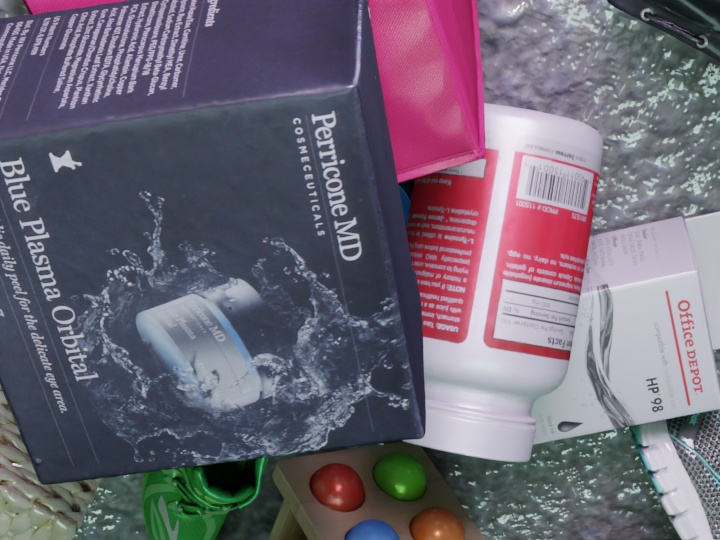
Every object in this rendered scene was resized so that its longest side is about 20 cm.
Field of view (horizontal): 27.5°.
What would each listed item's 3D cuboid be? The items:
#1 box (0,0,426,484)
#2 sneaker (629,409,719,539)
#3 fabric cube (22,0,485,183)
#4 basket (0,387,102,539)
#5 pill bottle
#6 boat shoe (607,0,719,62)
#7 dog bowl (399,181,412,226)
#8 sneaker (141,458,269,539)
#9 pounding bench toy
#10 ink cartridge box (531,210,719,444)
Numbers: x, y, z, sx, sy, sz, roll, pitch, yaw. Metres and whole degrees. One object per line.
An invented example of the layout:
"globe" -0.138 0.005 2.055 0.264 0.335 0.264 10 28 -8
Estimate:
"box" -0.079 -0.018 0.696 0.197 0.118 0.199 -8 125 6
"sneaker" 0.268 0.178 1.036 0.090 0.078 0.202 -26 94 6
"fabric cube" -0.055 -0.164 0.783 0.197 0.197 0.201 -15 124 12
"basket" -0.269 0.106 0.970 0.197 0.162 0.200 32 132 -16
"pill bottle" 0.078 0.008 0.887 0.111 0.112 0.203 10 89 -4
"boat shoe" 0.230 -0.131 0.862 0.198 0.075 0.066 28 123 -14
"dog bowl" 0.000 0.000 0.974 0.110 0.050 0.202 -13 121 14
"sneaker" -0.111 0.143 1.055 0.073 0.084 0.201 19 123 -10
"pounding bench toy" 0.031 0.212 1.067 0.198 0.125 0.157 -4 130 -35
"ink cartridge box" 0.172 0.040 0.982 0.197 0.067 0.117 -13 121 12
